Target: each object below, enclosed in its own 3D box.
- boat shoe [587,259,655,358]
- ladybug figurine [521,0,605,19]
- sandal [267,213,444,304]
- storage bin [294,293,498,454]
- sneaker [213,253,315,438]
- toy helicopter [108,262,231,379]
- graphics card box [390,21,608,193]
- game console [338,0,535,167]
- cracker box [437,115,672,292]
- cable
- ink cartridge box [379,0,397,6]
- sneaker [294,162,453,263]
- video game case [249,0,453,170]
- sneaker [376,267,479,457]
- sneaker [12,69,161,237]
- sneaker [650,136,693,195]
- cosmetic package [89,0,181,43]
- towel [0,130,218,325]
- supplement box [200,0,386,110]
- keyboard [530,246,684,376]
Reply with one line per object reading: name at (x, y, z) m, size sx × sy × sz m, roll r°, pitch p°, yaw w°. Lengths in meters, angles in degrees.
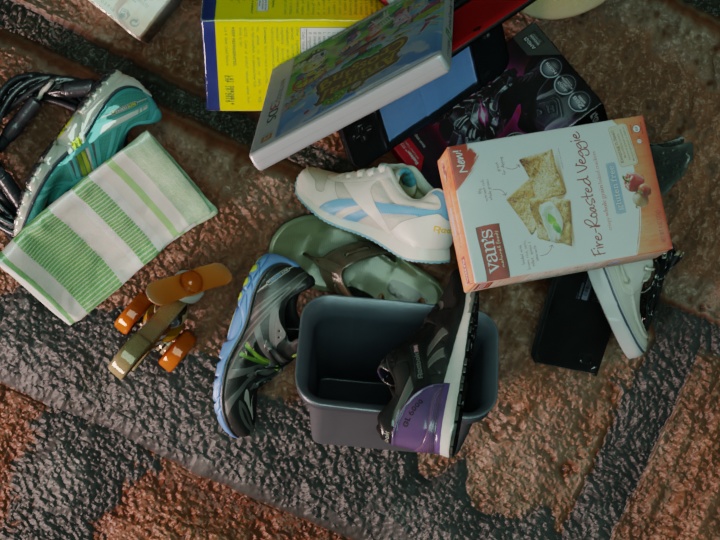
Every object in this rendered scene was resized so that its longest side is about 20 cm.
boat shoe at (0.263, -0.007, 1.626) m, size 0.070 × 0.071 × 0.201 m, roll -20°, pitch 104°, yaw 9°
ladybug figurine at (0.224, -0.342, 1.653) m, size 0.200 × 0.072 × 0.136 m, roll -43°, pitch 93°, yaw 3°
sandal at (0.001, -0.001, 1.680) m, size 0.200 × 0.057 × 0.080 m, roll 23°, pitch 93°, yaw -3°
storage bin at (0.032, 0.110, 1.648) m, size 0.199 × 0.135 × 0.146 m, roll 6°, pitch 57°, yaw -2°
sneaker at (-0.098, 0.084, 1.665) m, size 0.082 × 0.071 × 0.201 m, roll 19°, pitch 102°, yaw 7°
toy helicopter at (-0.199, 0.053, 1.609) m, size 0.079 × 0.200 × 0.132 m, roll 41°, pitch 110°, yaw -3°
graphics card box at (0.138, -0.145, 1.653) m, size 0.200 × 0.051 × 0.126 m, roll -36°, pitch 64°, yaw 1°
game console at (0.079, -0.179, 1.533) m, size 0.200 × 0.173 × 0.119 m, roll -34°, pitch 51°, yaw -12°
cracker box at (0.184, -0.064, 1.543) m, size 0.199 × 0.058 × 0.135 m, roll -10°, pitch 82°, yaw -9°
cable at (-0.322, -0.103, 1.670) m, size 0.162 × 0.051 × 0.201 m, roll 4°, pitch 95°, yaw -3°
ink cartridge box at (0.022, -0.365, 1.582) m, size 0.147 × 0.083 × 0.200 m, roll -42°, pitch 50°, yaw -1°
sneaker at (0.019, -0.074, 1.631) m, size 0.199 × 0.076 × 0.081 m, roll 24°, pitch 108°, yaw 34°
video game case at (-0.005, -0.183, 1.470) m, size 0.199 × 0.182 × 0.022 m, roll -26°, pitch 117°, yaw 19°
sneaker at (0.063, 0.078, 1.551) m, size 0.087 × 0.076 × 0.201 m, roll 8°, pitch 57°, yaw 8°
sneaker at (-0.278, -0.105, 1.616) m, size 0.080 × 0.078 × 0.200 m, roll 38°, pitch 95°, yaw -12°
sneaker at (0.241, -0.100, 1.677) m, size 0.199 × 0.060 × 0.105 m, roll 8°, pitch 99°, yaw -8°
cosmetic package at (-0.190, -0.334, 1.632) m, size 0.087 × 0.103 × 0.200 m, roll 38°, pitch 94°, yaw -4°
towel at (-0.257, -0.038, 1.639) m, size 0.200 × 0.153 × 0.023 m, roll -37°, pitch 53°, yaw 2°
supplement box at (-0.056, -0.233, 1.618) m, size 0.199 × 0.110 × 0.109 m, roll 0°, pitch 131°, yaw -1°
keyboard at (0.260, 0.017, 1.680) m, size 0.126 × 0.021 × 0.201 m, roll 12°, pitch 112°, yaw -7°
